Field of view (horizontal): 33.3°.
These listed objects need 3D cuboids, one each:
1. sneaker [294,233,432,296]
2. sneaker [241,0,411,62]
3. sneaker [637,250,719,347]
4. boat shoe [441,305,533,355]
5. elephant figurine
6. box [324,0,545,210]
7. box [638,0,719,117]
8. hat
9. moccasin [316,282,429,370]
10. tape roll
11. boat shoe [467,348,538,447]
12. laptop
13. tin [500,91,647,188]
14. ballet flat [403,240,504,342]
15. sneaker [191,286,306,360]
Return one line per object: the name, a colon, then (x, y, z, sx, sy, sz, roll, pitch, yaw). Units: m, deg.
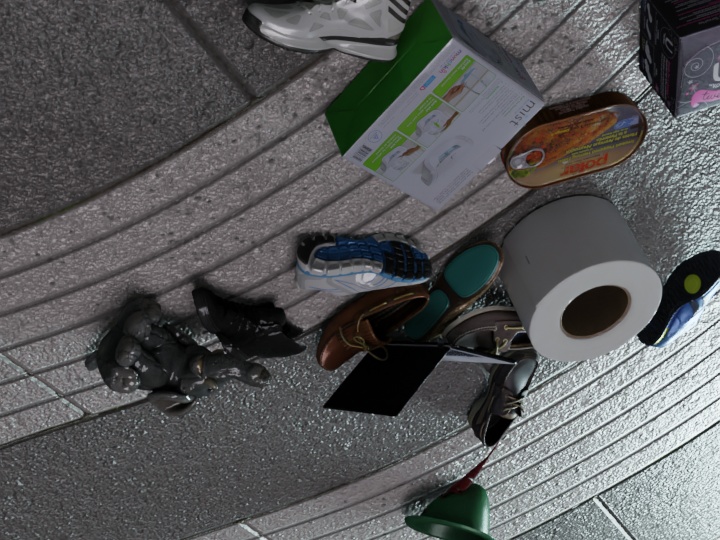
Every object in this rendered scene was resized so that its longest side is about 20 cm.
sneaker: (0.000, 0.000, 1.658, 0.198, 0.075, 0.087, 4, 142, -17)
sneaker: (-0.031, -0.305, 1.344, 0.199, 0.076, 0.116, 1, 125, -32)
sneaker: (0.517, 0.044, 1.895, 0.078, 0.066, 0.201, 3, 133, -39)
boat shoe: (0.207, 0.093, 1.786, 0.199, 0.060, 0.072, -5, 148, -40)
elephant figurine: (-0.248, 0.135, 1.634, 0.199, 0.155, 0.142, 25, 102, -27)
box: (0.091, -0.196, 1.467, 0.176, 0.097, 0.200, 24, 121, -38)
box: (0.461, -0.294, 1.495, 0.198, 0.115, 0.133, -16, 136, -4)
hat: (0.189, 0.384, 2.139, 0.199, 0.177, 0.165, -2, 154, 39)
moccasin: (0.018, 0.081, 1.728, 0.201, 0.078, 0.074, -35, 135, 15)
tape roll: (0.312, 0.013, 1.726, 0.201, 0.140, 0.204, -10, 136, -10)
boat shoe: (0.240, 0.208, 1.940, 0.074, 0.074, 0.201, 3, 132, -23)
laptop: (0.084, 0.164, 1.740, 0.199, 0.117, 0.187, 15, 170, -33)
tin: (0.283, -0.173, 1.606, 0.198, 0.042, 0.113, -15, 133, -5)
ballet flat: (0.141, 0.028, 1.746, 0.200, 0.071, 0.065, -43, 159, 26)
sneaker: (-0.152, 0.069, 1.670, 0.104, 0.060, 0.200, -23, 142, 4)
